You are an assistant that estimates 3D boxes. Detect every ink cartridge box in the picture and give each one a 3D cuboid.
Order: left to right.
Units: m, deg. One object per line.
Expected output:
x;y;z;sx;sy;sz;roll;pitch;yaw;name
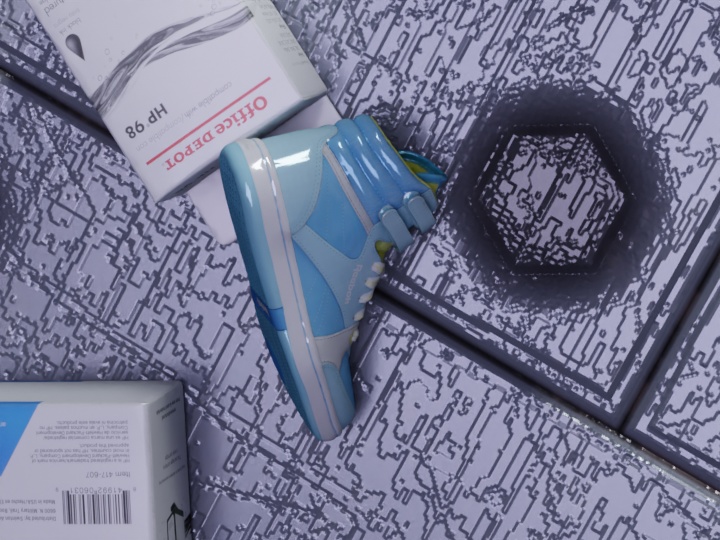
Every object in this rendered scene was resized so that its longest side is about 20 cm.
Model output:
-0.183;0.174;1.598;0.145;0.084;0.202;0;97;12;ink cartridge box
-0.102;-0.123;1.553;0.115;0.067;0.201;-34;88;14;ink cartridge box

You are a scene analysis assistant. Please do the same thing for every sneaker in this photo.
0.000;0.000;1.542;0.130;0.080;0.201;-20;118;-12;sneaker
